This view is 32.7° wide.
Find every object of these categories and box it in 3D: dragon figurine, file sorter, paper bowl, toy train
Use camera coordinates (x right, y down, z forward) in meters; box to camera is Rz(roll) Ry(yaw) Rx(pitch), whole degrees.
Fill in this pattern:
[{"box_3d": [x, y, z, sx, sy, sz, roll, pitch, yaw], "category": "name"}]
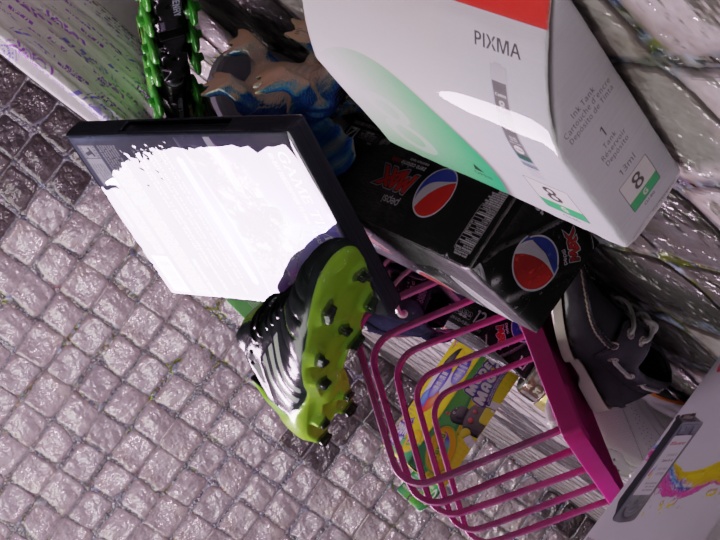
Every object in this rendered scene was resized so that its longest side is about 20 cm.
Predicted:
[{"box_3d": [-0.025, -0.095, 0.721, 0.199, 0.059, 0.099, -2, 146, 48], "category": "dragon figurine"}, {"box_3d": [0.090, 0.097, 0.849, 0.200, 0.124, 0.140, 49, -159, -59], "category": "file sorter"}, {"box_3d": [-0.227, -0.196, 0.953, 0.200, 0.105, 0.201, 35, 175, 4], "category": "paper bowl"}, {"box_3d": [-0.130, -0.156, 0.820, 0.200, 0.041, 0.057, 103, 147, -67], "category": "toy train"}]

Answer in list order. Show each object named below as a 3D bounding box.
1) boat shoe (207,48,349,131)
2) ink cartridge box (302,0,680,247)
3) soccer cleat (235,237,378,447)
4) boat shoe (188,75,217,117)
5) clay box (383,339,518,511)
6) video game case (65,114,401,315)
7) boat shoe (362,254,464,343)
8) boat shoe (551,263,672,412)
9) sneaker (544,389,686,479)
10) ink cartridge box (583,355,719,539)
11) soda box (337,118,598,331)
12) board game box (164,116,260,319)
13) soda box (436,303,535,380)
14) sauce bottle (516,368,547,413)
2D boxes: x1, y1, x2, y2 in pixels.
[{"box_3d": [-0.036, -0.084, 0.865, 0.200, 0.074, 0.065, 41, 168, -29], "category": "boat shoe"}, {"box_3d": [0.026, -0.099, 0.505, 0.160, 0.050, 0.200, 31, 174, 44], "category": "ink cartridge box"}, {"box_3d": [-0.039, 0.039, 0.748, 0.081, 0.068, 0.201, 36, 150, 16], "category": "soccer cleat"}, {"box_3d": [-0.054, -0.086, 0.973, 0.074, 0.073, 0.200, 26, 162, 48], "category": "boat shoe"}, {"box_3d": [0.089, 0.126, 1.164, 0.047, 0.201, 0.115, 37, 174, -9], "category": "clay box"}, {"box_3d": [-0.082, -0.034, 0.767, 0.199, 0.019, 0.143, 4, 135, 39], "category": "video game case"}, {"box_3d": [0.000, 0.000, 0.872, 0.092, 0.075, 0.200, 9, 170, 34], "category": "boat shoe"}, {"box_3d": [0.163, 0.033, 0.802, 0.062, 0.073, 0.200, -12, 148, 16], "category": "boat shoe"}, {"box_3d": [0.232, 0.141, 0.968, 0.199, 0.092, 0.076, 36, 175, 6], "category": "sneaker"}, {"box_3d": [0.192, 0.138, 0.637, 0.085, 0.201, 0.148, 37, 174, -3], "category": "ink cartridge box"}, {"box_3d": [0.048, -0.033, 0.743, 0.071, 0.064, 0.200, 40, 174, -32], "category": "soda box"}, {"box_3d": [-0.094, -0.021, 0.920, 0.200, 0.029, 0.135, 47, -166, -14], "category": "board game box"}, {"box_3d": [0.078, 0.017, 1.042, 0.071, 0.064, 0.200, 41, 172, -35], "category": "soda box"}, {"box_3d": [0.234, 0.140, 1.093, 0.199, 0.065, 0.065, 37, 174, -2], "category": "sauce bottle"}]
